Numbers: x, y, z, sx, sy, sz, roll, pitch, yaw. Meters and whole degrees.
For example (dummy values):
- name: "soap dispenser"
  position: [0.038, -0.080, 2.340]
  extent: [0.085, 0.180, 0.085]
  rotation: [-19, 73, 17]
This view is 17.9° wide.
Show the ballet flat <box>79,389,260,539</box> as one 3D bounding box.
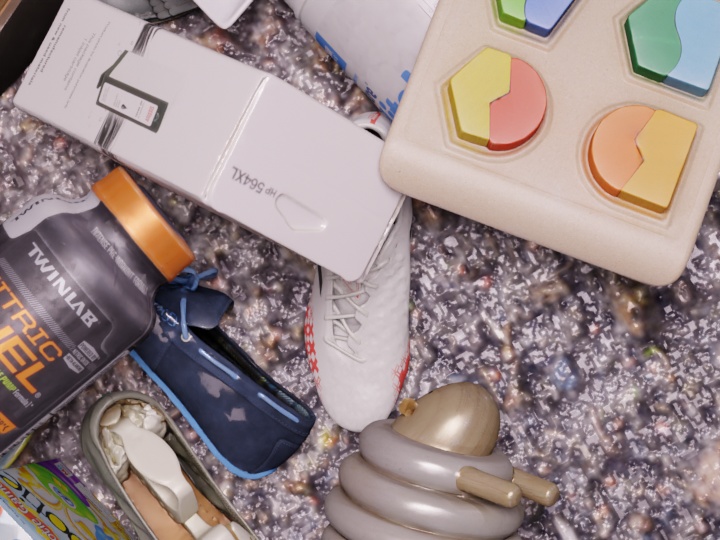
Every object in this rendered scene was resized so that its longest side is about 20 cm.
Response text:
- name: "ballet flat"
  position: [-0.106, 0.160, 1.428]
  extent: [0.067, 0.064, 0.200]
  rotation: [-36, 84, -21]

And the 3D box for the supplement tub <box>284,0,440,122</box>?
- name: "supplement tub"
  position: [0.061, -0.140, 1.393]
  extent: [0.132, 0.132, 0.200]
  rotation: [-43, 84, 3]

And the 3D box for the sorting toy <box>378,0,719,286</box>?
- name: "sorting toy"
  position: [0.127, -0.113, 1.306]
  extent: [0.185, 0.036, 0.200]
  rotation: [20, 83, 2]

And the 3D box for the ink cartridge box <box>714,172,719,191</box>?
- name: "ink cartridge box"
  position: [0.236, -0.091, 1.380]
  extent: [0.200, 0.115, 0.068]
  rotation: [-16, 86, 5]

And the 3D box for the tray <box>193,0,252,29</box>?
- name: "tray"
  position: [-0.043, -0.246, 1.383]
  extent: [0.200, 0.022, 0.107]
  rotation: [-49, 56, 9]

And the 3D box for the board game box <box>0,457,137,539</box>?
- name: "board game box"
  position: [-0.207, 0.188, 1.374]
  extent: [0.103, 0.200, 0.105]
  rotation: [45, 93, 6]

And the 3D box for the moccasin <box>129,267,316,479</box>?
- name: "moccasin"
  position: [-0.103, 0.036, 1.436]
  extent: [0.068, 0.080, 0.200]
  rotation: [-38, 98, 18]

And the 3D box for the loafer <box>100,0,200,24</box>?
- name: "loafer"
  position: [-0.083, -0.211, 1.438]
  extent: [0.200, 0.063, 0.072]
  rotation: [-25, 101, 4]

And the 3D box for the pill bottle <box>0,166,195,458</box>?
- name: "pill bottle"
  position: [-0.192, 0.028, 1.324]
  extent: [0.200, 0.106, 0.106]
  rotation: [-40, 85, -2]

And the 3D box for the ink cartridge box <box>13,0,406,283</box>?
- name: "ink cartridge box"
  position: [-0.085, -0.080, 1.354]
  extent: [0.200, 0.146, 0.084]
  rotation: [26, 89, 44]

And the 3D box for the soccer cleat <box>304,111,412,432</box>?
- name: "soccer cleat"
  position: [0.000, 0.000, 1.417]
  extent: [0.068, 0.085, 0.200]
  rotation: [5, 89, 6]

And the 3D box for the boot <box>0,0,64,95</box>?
- name: "boot"
  position: [-0.257, -0.140, 1.460]
  extent: [0.075, 0.074, 0.200]
  rotation: [37, 94, 16]

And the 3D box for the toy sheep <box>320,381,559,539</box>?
- name: "toy sheep"
  position: [0.039, 0.163, 1.387]
  extent: [0.138, 0.138, 0.200]
  rotation: [18, 95, 6]

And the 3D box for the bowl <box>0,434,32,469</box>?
- name: "bowl"
  position: [-0.283, 0.055, 1.430]
  extent: [0.200, 0.108, 0.201]
  rotation: [0, 87, 1]
